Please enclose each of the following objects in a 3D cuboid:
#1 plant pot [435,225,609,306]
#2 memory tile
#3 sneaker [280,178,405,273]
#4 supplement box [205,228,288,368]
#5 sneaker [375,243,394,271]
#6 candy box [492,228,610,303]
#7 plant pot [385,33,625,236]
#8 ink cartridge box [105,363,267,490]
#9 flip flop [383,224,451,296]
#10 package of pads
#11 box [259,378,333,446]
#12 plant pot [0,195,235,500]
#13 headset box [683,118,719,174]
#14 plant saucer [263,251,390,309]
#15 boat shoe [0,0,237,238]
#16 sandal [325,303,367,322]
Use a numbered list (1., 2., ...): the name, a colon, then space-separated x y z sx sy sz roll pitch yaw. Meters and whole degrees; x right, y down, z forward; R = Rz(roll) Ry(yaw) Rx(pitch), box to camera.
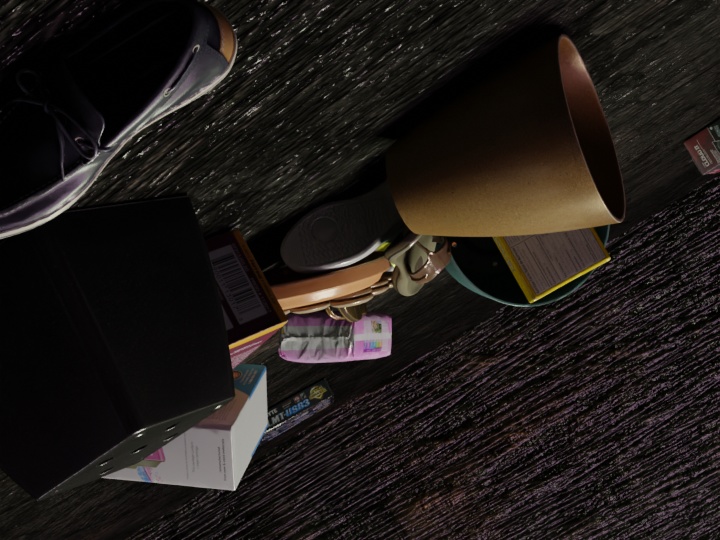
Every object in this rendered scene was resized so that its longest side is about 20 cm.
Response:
1. plant pot: 0.170 -0.058 1.664 0.200 0.201 0.161 -28 -176 -11
2. memory tile: -0.059 0.032 1.641 0.199 0.017 0.153 -9 -173 23
3. sneaker: -0.001 -0.038 1.565 0.200 0.074 0.118 -29 165 -18
4. supplement box: -0.173 0.056 1.447 0.086 0.111 0.200 -21 168 -38
5. sneaker: 0.000 0.000 1.797 0.200 0.075 0.085 -24 170 -33
6. candy box: 0.180 -0.075 1.541 0.102 0.200 0.026 -27 173 -11
7. plant pot: 0.133 -0.106 1.374 0.199 0.187 0.186 -18 175 20
8. ink cartridge box: -0.217 0.164 1.571 0.199 0.085 0.145 5 -155 11
9. flip flop: 0.069 -0.014 1.539 0.081 0.058 0.200 -49 165 -15
10. package of pads: -0.035 0.098 2.116 0.120 0.076 0.200 1 179 17
11. box: -0.154 0.318 3.163 0.200 0.050 0.199 -29 172 -6
12. plant pot: -0.224 0.072 1.166 0.200 0.178 0.199 -33 170 29
13. headset box: 0.695 -0.250 2.594 0.200 0.075 0.149 -35 169 30
14. plant saucer: -0.063 0.015 1.586 0.200 0.032 0.200 -11 -175 1
15. boat shoe: -0.161 -0.091 0.806 0.200 0.075 0.062 -35 166 2
16. sandal: -0.027 0.034 1.952 0.054 0.081 0.200 -8 177 5
